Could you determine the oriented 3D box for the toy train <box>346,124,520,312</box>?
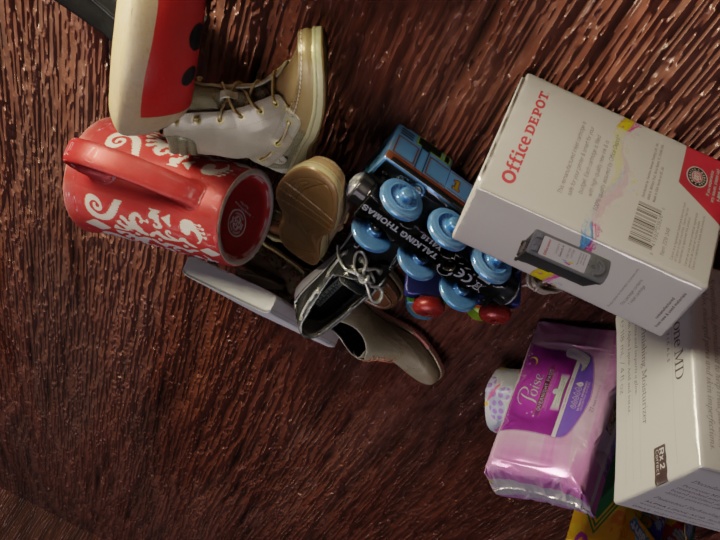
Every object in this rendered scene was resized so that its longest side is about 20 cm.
[{"bbox_3d":[0.079,-0.047,0.937,0.199,0.115,0.087,33,138,-10],"label":"toy train"}]

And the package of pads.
[{"bbox_3d":[0.222,0.159,1.043,0.120,0.201,0.076,6,147,33],"label":"package of pads"}]

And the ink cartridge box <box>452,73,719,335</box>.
[{"bbox_3d":[0.198,-0.058,0.812,0.199,0.148,0.086,25,146,5],"label":"ink cartridge box"}]

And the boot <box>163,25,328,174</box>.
[{"bbox_3d":[-0.112,-0.164,0.913,0.153,0.073,0.200,8,152,-9],"label":"boot"}]

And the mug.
[{"bbox_3d":[-0.216,-0.076,1.032,0.199,0.177,0.135,18,111,23],"label":"mug"}]

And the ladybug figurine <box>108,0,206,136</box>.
[{"bbox_3d":[-0.174,-0.207,0.828,0.071,0.136,0.201,8,130,-11],"label":"ladybug figurine"}]

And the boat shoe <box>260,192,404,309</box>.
[{"bbox_3d":[-0.038,-0.006,1.116,0.199,0.068,0.072,36,146,-14],"label":"boat shoe"}]

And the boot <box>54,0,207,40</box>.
[{"bbox_3d":[-0.270,-0.253,0.936,0.199,0.066,0.165,32,134,-18],"label":"boot"}]

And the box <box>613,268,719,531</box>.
[{"bbox_3d":[0.350,0.128,0.876,0.199,0.200,0.131,17,149,-13],"label":"box"}]

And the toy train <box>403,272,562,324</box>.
[{"bbox_3d":[0.145,0.025,1.039,0.198,0.085,0.116,6,162,0],"label":"toy train"}]

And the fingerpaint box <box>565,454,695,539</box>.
[{"bbox_3d":[0.350,0.321,1.204,0.073,0.167,0.200,-6,134,40],"label":"fingerpaint box"}]

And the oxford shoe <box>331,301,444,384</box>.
[{"bbox_3d":[0.022,0.093,1.204,0.200,0.074,0.071,38,145,-17],"label":"oxford shoe"}]

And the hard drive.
[{"bbox_3d":[-0.118,0.043,1.185,0.131,0.027,0.200,23,173,25],"label":"hard drive"}]

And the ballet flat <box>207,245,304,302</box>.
[{"bbox_3d":[-0.149,-0.026,1.170,0.199,0.064,0.076,26,148,1],"label":"ballet flat"}]

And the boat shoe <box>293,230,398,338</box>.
[{"bbox_3d":[-0.002,-0.001,1.031,0.199,0.068,0.073,-39,119,22],"label":"boat shoe"}]

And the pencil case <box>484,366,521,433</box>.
[{"bbox_3d":[0.248,0.165,1.141,0.199,0.084,0.091,4,162,30],"label":"pencil case"}]

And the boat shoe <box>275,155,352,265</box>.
[{"bbox_3d":[-0.043,-0.072,0.979,0.071,0.065,0.200,38,159,3],"label":"boat shoe"}]
